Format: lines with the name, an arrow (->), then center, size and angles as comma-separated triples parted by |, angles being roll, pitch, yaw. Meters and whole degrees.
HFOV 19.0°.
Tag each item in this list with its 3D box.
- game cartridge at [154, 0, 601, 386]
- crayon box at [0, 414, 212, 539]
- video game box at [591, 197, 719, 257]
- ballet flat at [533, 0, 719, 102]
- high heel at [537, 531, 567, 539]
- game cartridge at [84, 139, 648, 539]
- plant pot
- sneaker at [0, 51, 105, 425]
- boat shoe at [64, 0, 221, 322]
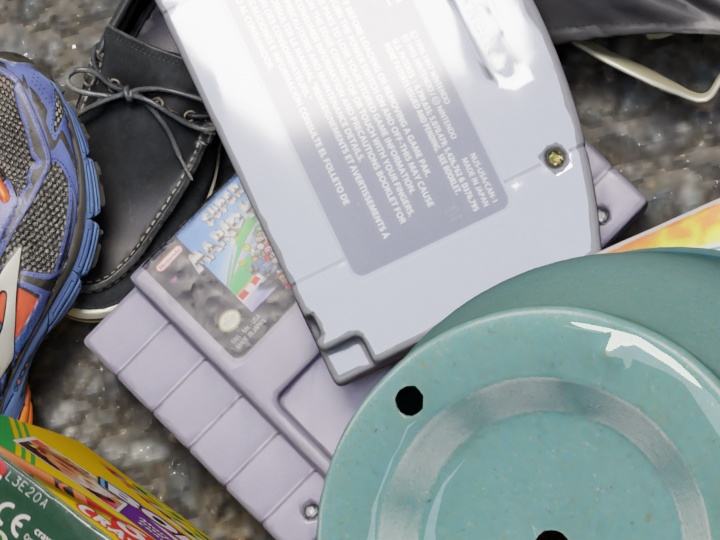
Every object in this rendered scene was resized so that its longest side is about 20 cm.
game cartridge -> 0.008, -0.072, 0.834 | 0.133, 0.042, 0.200 | -25, 83, -3
crayon box -> -0.073, 0.127, 0.782 | 0.200, 0.173, 0.058 | 35, 89, 16
video game box -> 0.189, 0.046, 0.757 | 0.200, 0.047, 0.182 | -25, 76, 16
ballet flat -> 0.156, -0.097, 0.849 | 0.200, 0.073, 0.073 | 9, 79, 7
high heel -> 0.077, 0.148, 0.803 | 0.096, 0.067, 0.200 | -29, 60, 13
game cartridge -> 0.000, 0.000, 0.860 | 0.130, 0.038, 0.200 | 44, 89, 3
plant pot -> 0.077, 0.083, 0.669 | 0.200, 0.188, 0.200 | -2, 84, 20
sneaker -> -0.160, 0.012, 0.851 | 0.075, 0.078, 0.200 | 14, 94, 30
boat shoe -> -0.084, -0.074, 0.890 | 0.075, 0.062, 0.200 | 25, 85, 14
